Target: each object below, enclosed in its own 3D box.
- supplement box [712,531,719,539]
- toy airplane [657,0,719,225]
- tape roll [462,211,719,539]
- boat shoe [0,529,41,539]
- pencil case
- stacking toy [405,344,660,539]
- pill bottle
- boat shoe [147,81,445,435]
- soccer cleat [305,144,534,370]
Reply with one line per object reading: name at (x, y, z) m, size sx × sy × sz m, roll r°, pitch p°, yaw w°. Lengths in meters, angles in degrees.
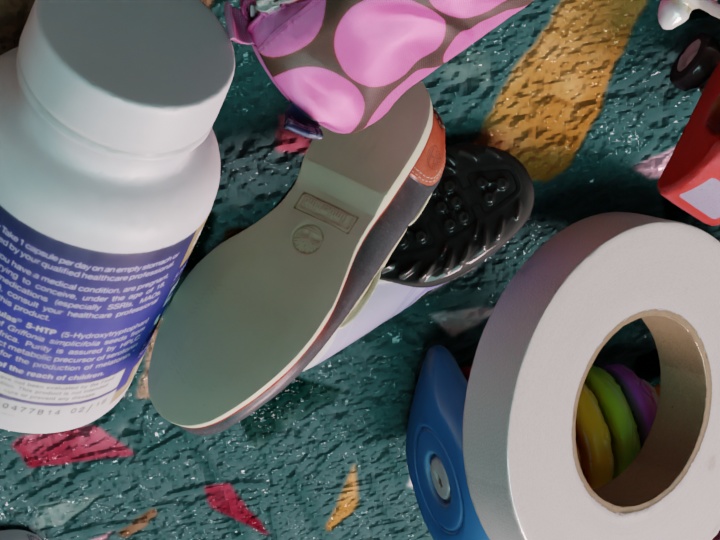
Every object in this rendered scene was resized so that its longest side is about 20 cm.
supplement box at (0.284, 0.122, 1.280) m, size 0.198 × 0.111 × 0.086 m, roll -19°, pitch 139°, yaw 5°
toy airplane at (0.226, -0.109, 0.977) m, size 0.198 × 0.142 × 0.201 m, roll -4°, pitch 121°, yaw 9°
tape roll at (0.137, 0.071, 1.141) m, size 0.202 × 0.037 × 0.205 m, roll -11°, pitch 106°, yaw -40°
boat shoe at (-0.265, 0.218, 1.262) m, size 0.198 × 0.067 × 0.070 m, roll -22°, pitch 139°, yaw 8°
pencil case at (0.038, -0.142, 0.930) m, size 0.200 × 0.091 × 0.093 m, roll -38°, pitch 135°, yaw 22°
stacking toy at (0.131, 0.090, 1.224) m, size 0.198 × 0.117 × 0.110 m, roll -16°, pitch 144°, yaw -20°
pill bottle at (-0.129, -0.032, 0.978) m, size 0.119 × 0.120 × 0.201 m, roll 7°, pitch 136°, yaw -23°
boat shoe at (-0.025, -0.002, 1.023) m, size 0.201 × 0.071 × 0.063 m, roll -55°, pitch 159°, yaw -15°
soccer cleat at (0.000, 0.000, 1.107) m, size 0.199 × 0.069 × 0.073 m, roll -31°, pitch 165°, yaw 8°
